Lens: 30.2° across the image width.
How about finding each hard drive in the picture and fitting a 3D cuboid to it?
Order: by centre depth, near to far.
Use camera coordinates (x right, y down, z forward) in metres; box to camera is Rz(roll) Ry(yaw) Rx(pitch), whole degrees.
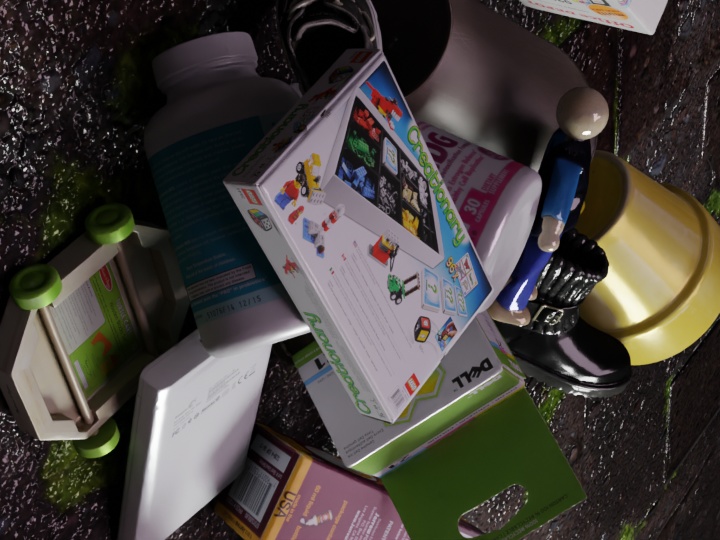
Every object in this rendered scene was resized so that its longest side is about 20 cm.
[{"bbox_3d":[-0.122,0.116,0.994,0.132,0.026,0.201,-37,154,-41],"label":"hard drive"}]

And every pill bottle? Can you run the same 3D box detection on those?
[{"bbox_3d":[-0.077,-0.051,0.881,0.111,0.110,0.201,-15,87,-53],"label":"pill bottle"},{"bbox_3d":[0.022,-0.058,0.984,0.114,0.199,0.114,-56,162,-30],"label":"pill bottle"}]

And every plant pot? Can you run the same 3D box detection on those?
[{"bbox_3d":[0.273,-0.027,1.440,0.189,0.200,0.202,39,75,-41],"label":"plant pot"}]

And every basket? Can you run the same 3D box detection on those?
[{"bbox_3d":[0.081,-0.157,1.092,0.136,0.181,0.200,-44,144,19],"label":"basket"}]

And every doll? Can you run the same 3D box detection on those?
[{"bbox_3d":[0.149,-0.051,1.041,0.137,0.048,0.201,-64,173,-57],"label":"doll"}]

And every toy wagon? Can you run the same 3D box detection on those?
[{"bbox_3d":[-0.164,0.028,0.917,0.200,0.039,0.156,-46,143,-34],"label":"toy wagon"}]

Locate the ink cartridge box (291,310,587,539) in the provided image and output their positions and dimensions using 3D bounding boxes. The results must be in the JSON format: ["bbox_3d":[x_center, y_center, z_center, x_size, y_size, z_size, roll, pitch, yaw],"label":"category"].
[{"bbox_3d":[0.060,0.118,1.024,0.147,0.201,0.076,-33,155,10],"label":"ink cartridge box"}]

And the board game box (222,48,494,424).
[{"bbox_3d":[0.007,-0.019,0.829,0.126,0.034,0.201,-49,129,-29],"label":"board game box"}]

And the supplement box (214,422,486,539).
[{"bbox_3d":[-0.006,0.213,1.119,0.199,0.110,0.086,27,86,-26],"label":"supplement box"}]

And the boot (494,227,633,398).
[{"bbox_3d":[0.215,0.039,1.346,0.210,0.080,0.158,17,126,-19],"label":"boot"}]

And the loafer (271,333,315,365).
[{"bbox_3d":[0.000,0.000,1.071,0.075,0.070,0.200,39,97,-20],"label":"loafer"}]

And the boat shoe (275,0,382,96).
[{"bbox_3d":[-0.019,-0.157,0.907,0.070,0.201,0.064,-21,143,3],"label":"boat shoe"}]

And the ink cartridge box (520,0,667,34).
[{"bbox_3d":[0.187,-0.315,1.154,0.200,0.147,0.146,20,92,-59],"label":"ink cartridge box"}]
